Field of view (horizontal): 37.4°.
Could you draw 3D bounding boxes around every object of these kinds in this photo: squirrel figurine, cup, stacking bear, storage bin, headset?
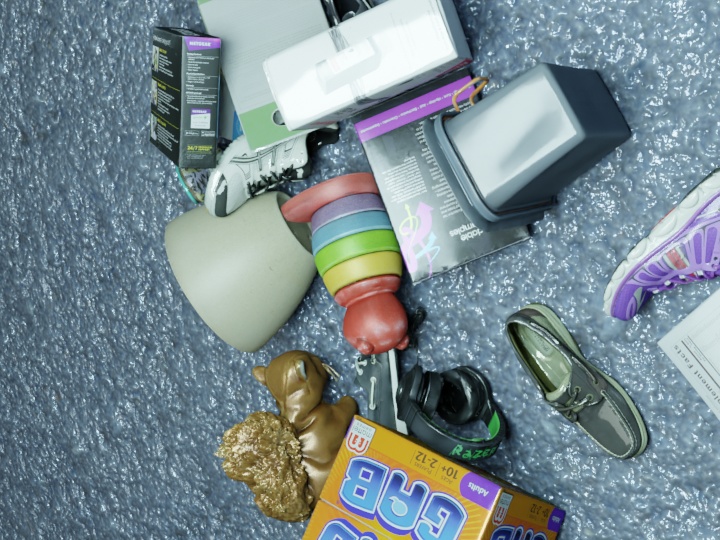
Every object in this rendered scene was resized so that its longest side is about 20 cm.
[{"bbox_3d":[-0.083,0.205,1.346,0.140,0.199,0.190,-6,106,45],"label":"squirrel figurine"},{"bbox_3d":[-0.132,-0.020,1.358,0.142,0.200,0.202,-34,78,16],"label":"cup"},{"bbox_3d":[0.000,0.000,1.248,0.113,0.120,0.204,-30,71,45],"label":"stacking bear"},{"bbox_3d":[0.171,-0.140,1.055,0.133,0.199,0.147,-33,79,29],"label":"storage bin"},{"bbox_3d":[0.095,0.133,1.234,0.201,0.122,0.095,53,129,48],"label":"headset"}]

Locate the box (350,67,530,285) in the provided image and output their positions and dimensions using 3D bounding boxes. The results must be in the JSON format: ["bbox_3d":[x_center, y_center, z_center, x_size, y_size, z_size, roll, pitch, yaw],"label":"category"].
[{"bbox_3d":[0.089,-0.103,1.183,0.141,0.036,0.203,-21,85,7],"label":"box"}]

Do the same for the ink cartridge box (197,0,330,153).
[{"bbox_3d":[-0.098,-0.254,1.283,0.143,0.048,0.203,-20,85,-2],"label":"ink cartridge box"}]

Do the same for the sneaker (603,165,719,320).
[{"bbox_3d":[0.313,-0.012,1.032,0.084,0.080,0.201,49,127,13],"label":"sneaker"}]

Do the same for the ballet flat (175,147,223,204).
[{"bbox_3d":[-0.208,-0.137,1.405,0.200,0.071,0.074,-133,39,-74],"label":"ballet flat"}]

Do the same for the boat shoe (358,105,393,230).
[{"bbox_3d":[0.052,-0.122,1.240,0.068,0.071,0.203,-23,86,20],"label":"boat shoe"}]

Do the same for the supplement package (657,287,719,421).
[{"bbox_3d":[0.387,0.037,0.955,0.114,0.109,0.200,53,128,16],"label":"supplement package"}]

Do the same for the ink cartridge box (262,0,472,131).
[{"bbox_3d":[0.011,-0.225,1.143,0.197,0.146,0.086,-20,94,15],"label":"ink cartridge box"}]

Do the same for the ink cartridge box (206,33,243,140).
[{"bbox_3d":[-0.183,-0.243,1.406,0.198,0.066,0.118,22,114,35],"label":"ink cartridge box"}]

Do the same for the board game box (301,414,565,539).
[{"bbox_3d":[0.076,0.308,1.188,0.198,0.199,0.203,21,84,35],"label":"board game box"}]

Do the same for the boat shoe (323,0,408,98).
[{"bbox_3d":[-0.008,-0.286,1.247,0.072,0.062,0.203,-33,80,39],"label":"boat shoe"}]

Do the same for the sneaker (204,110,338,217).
[{"bbox_3d":[-0.105,-0.133,1.297,0.087,0.201,0.076,36,163,15],"label":"sneaker"}]

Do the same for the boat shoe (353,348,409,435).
[{"bbox_3d":[0.021,0.137,1.313,0.059,0.076,0.204,-8,95,4],"label":"boat shoe"}]

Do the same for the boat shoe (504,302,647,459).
[{"bbox_3d":[0.224,0.125,1.148,0.202,0.065,0.072,53,128,17],"label":"boat shoe"}]

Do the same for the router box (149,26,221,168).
[{"bbox_3d":[-0.217,-0.215,1.302,0.200,0.050,0.152,-143,55,-64],"label":"router box"}]
